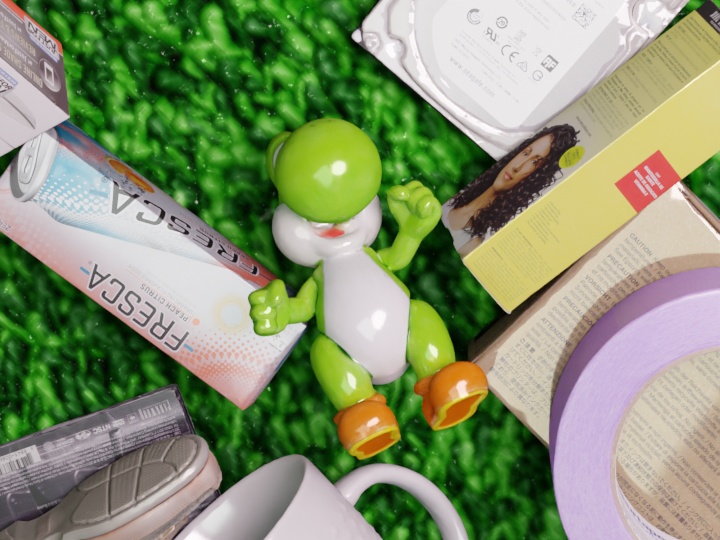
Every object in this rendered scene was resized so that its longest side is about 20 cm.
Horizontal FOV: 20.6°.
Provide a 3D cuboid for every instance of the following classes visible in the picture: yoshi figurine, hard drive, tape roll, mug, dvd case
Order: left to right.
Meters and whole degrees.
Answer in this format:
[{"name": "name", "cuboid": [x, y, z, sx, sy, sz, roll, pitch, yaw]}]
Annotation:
[{"name": "dvd case", "cuboid": [-0.148, 0.187, 1.248, 0.148, 0.016, 0.200, -20, 98, 7]}, {"name": "mug", "cuboid": [-0.013, 0.204, 1.182, 0.175, 0.148, 0.200, 48, 65, -13]}, {"name": "yoshi figurine", "cuboid": [-0.005, -0.003, 1.125, 0.112, 0.112, 0.200, -37, 67, 37]}, {"name": "hard drive", "cuboid": [0.109, -0.168, 1.151, 0.140, 0.038, 0.200, 41, 100, -5]}, {"name": "tape roll", "cuboid": [0.206, 0.102, 1.107, 0.200, 0.066, 0.201, 1, 101, 4]}]

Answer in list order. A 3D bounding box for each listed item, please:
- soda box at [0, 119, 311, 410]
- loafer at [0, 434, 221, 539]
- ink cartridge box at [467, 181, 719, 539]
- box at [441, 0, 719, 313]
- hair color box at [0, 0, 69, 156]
[{"name": "soda box", "cuboid": [-0.125, -0.006, 1.186, 0.200, 0.064, 0.068, 36, 101, -4]}, {"name": "loafer", "cuboid": [-0.162, 0.168, 1.210, 0.200, 0.072, 0.063, -30, 114, 15]}, {"name": "ink cartridge box", "cuboid": [0.188, 0.064, 1.171, 0.165, 0.075, 0.200, -44, 94, 9]}, {"name": "box", "cuboid": [0.140, -0.065, 1.119, 0.200, 0.075, 0.050, -38, 117, 7]}, {"name": "hair color box", "cuboid": [-0.280, -0.092, 1.138, 0.200, 0.064, 0.111, -26, 142, 18]}]
